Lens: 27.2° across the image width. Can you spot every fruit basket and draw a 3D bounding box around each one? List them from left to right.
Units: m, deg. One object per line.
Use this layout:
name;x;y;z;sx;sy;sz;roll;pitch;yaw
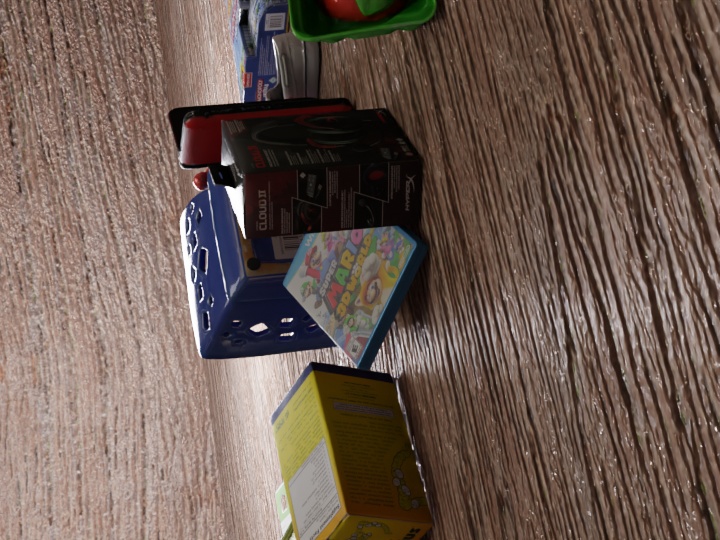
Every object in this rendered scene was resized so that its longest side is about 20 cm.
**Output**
fruit basket;0.001;-0.315;1.341;0.216;0.155;0.216;-8;-90;-85

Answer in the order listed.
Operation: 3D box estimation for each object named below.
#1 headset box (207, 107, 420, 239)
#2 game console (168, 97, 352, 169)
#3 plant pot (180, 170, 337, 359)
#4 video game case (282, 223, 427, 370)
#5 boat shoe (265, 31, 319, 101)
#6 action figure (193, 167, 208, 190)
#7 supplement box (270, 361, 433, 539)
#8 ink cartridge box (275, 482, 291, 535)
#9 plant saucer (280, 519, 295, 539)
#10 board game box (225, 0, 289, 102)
headset box;-0.053;-0.100;1.513;0.149;0.199;0.075;-116;24;-60
game console;-0.125;-0.195;1.796;0.172;0.199;0.119;111;150;-64
plant pot;-0.098;-0.022;1.783;0.180;0.199;0.201;120;142;-61
video game case;-0.010;-0.004;1.556;0.200;0.018;0.143;45;114;54
boat shoe;-0.093;-0.225;1.954;0.074;0.065;0.200;-114;22;-54
action figure;-0.130;-0.143;1.856;0.065;0.200;0.052;36;134;29
supplement box;-0.013;0.215;1.613;0.109;0.109;0.200;-54;37;37
ink cartridge box;-0.084;0.418;2.234;0.146;0.048;0.201;121;142;-70
plant saucer;-0.041;0.309;1.761;0.200;0.048;0.200;-62;16;2
board game box;-0.156;-0.383;2.184;0.200;0.061;0.200;100;160;-51
